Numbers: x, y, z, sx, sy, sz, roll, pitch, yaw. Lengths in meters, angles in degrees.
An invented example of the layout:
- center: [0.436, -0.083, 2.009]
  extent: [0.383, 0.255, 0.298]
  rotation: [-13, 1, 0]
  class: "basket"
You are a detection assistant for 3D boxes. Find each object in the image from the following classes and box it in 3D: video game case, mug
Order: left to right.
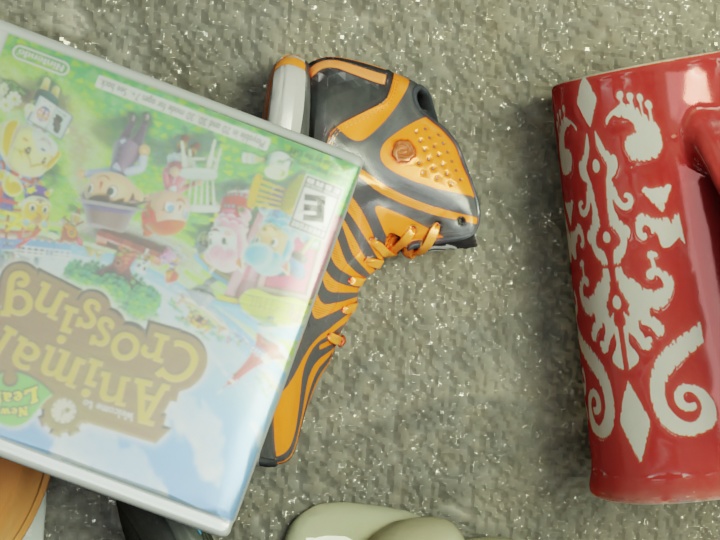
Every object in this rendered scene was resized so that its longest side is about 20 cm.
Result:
- center: [-0.121, -0.001, 0.763]
  extent: [0.199, 0.022, 0.183]
  rotation: [21, 81, -4]
  class: "video game case"
- center: [0.175, -0.002, 0.809]
  extent: [0.133, 0.177, 0.201]
  rotation: [-10, 91, -37]
  class: "mug"

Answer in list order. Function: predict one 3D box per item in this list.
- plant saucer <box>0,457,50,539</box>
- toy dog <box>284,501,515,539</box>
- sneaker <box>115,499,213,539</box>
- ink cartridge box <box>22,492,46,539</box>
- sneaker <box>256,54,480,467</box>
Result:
- center: [-0.234, 0.074, 0.782]
  extent: [0.199, 0.037, 0.201]
  rotation: [-1, 94, -23]
  class: "plant saucer"
- center: [0.053, 0.197, 0.783]
  extent: [0.193, 0.200, 0.140]
  rotation: [3, 94, -8]
  class: "toy dog"
- center: [-0.093, 0.193, 0.827]
  extent: [0.082, 0.073, 0.201]
  rotation: [-16, 95, -5]
  class: "sneaker"
- center: [-0.251, 0.059, 0.819]
  extent: [0.199, 0.047, 0.161]
  rotation: [2, 93, -25]
  class: "ink cartridge box"
- center: [0.000, 0.000, 0.824]
  extent: [0.112, 0.078, 0.201]
  rotation: [8, 93, -8]
  class: "sneaker"
